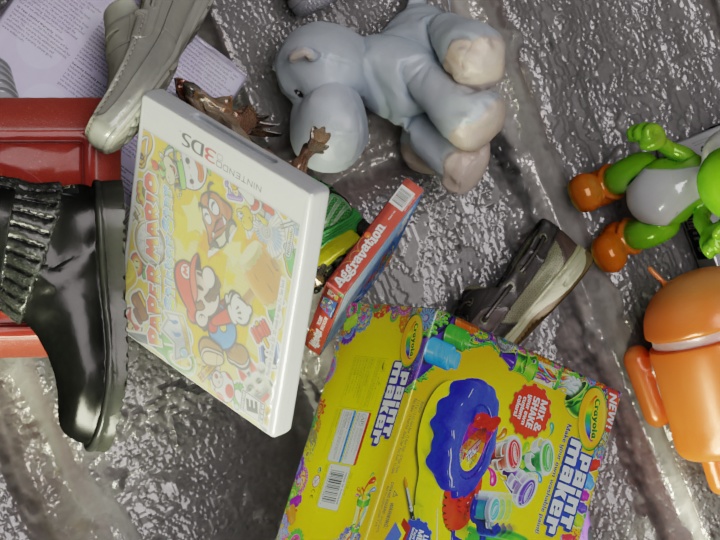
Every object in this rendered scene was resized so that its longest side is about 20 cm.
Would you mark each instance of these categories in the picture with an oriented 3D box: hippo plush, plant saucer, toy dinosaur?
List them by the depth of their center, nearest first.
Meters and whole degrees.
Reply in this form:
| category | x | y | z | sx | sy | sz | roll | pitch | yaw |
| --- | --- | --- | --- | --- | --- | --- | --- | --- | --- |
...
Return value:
| category | x | y | z | sx | sy | sz | roll | pitch | yaw |
| --- | --- | --- | --- | --- | --- | --- | --- | --- | --- |
| plant saucer | -0.278 | -0.029 | 1.544 | 0.198 | 0.037 | 0.202 | -1 | 99 | -12 |
| toy dinosaur | -0.083 | -0.049 | 1.566 | 0.085 | 0.135 | 0.202 | -8 | 101 | -22 |
| hippo plush | 0.017 | -0.157 | 1.631 | 0.159 | 0.159 | 0.202 | -5 | 88 | -20 |

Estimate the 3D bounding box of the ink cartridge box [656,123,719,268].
| category | x | y | z | sx | sy | sz | roll | pitch | yaw |
| --- | --- | --- | --- | --- | --- | --- | --- | --- | --- |
| ink cartridge box | 0.341 | -0.031 | 1.800 | 0.099 | 0.039 | 0.202 | -20 | 91 | -20 |

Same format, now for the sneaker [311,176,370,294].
| category | x | y | z | sx | sy | sz | roll | pitch | yaw |
| --- | --- | --- | --- | --- | --- | --- | --- | --- | --- |
| sneaker | -0.086 | 0.004 | 1.635 | 0.200 | 0.078 | 0.085 | -38 | 81 | -19 |

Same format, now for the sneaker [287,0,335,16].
| category | x | y | z | sx | sy | sz | roll | pitch | yaw |
| --- | --- | --- | --- | --- | --- | --- | --- | --- | --- |
| sneaker | -0.005 | -0.308 | 1.679 | 0.200 | 0.075 | 0.114 | -41 | 102 | -15 |

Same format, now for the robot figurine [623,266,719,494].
| category | x | y | z | sx | sy | sz | roll | pitch | yaw |
| --- | --- | --- | --- | --- | --- | --- | --- | --- | --- |
| robot figurine | 0.308 | 0.084 | 1.726 | 0.116 | 0.144 | 0.202 | -19 | 96 | -23 |

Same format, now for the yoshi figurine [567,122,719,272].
| category | x | y | z | sx | sy | sz | roll | pitch | yaw |
| --- | --- | --- | --- | --- | --- | --- | --- | --- | --- |
| yoshi figurine | 0.267 | -0.066 | 1.685 | 0.112 | 0.199 | 0.113 | 34 | 48 | -39 |

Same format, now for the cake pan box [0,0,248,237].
| category | x | y | z | sx | sy | sz | roll | pitch | yaw |
| --- | --- | --- | --- | --- | --- | --- | --- | --- | --- |
| cake pan box | -0.211 | -0.133 | 1.606 | 0.199 | 0.052 | 0.185 | 35 | 77 | -13 |

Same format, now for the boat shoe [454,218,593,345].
| category | x | y | z | sx | sy | sz | roll | pitch | yaw |
| --- | --- | --- | --- | --- | --- | --- | --- | --- | --- |
| boat shoe | 0.108 | 0.039 | 1.700 | 0.065 | 0.073 | 0.200 | 45 | 69 | 1 |

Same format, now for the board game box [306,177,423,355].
| category | x | y | z | sx | sy | sz | roll | pitch | yaw |
| --- | --- | --- | --- | --- | --- | --- | --- | --- | --- |
| board game box | 0.000 | 0.000 | 1.592 | 0.019 | 0.200 | 0.103 | 37 | 74 | 4 |

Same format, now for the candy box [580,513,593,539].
| category | x | y | z | sx | sy | sz | roll | pitch | yaw |
| --- | --- | --- | --- | --- | --- | --- | --- | --- | --- |
| candy box | 0.085 | 0.210 | 1.671 | 0.198 | 0.071 | 0.170 | -10 | 89 | -21 |

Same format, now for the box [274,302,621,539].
| category | x | y | z | sx | sy | sz | roll | pitch | yaw |
| --- | --- | --- | --- | --- | --- | --- | --- | --- | --- |
| box | 0.067 | 0.152 | 1.544 | 0.192 | 0.122 | 0.202 | 23 | 79 | -32 |

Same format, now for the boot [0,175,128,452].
| category | x | y | z | sx | sy | sz | roll | pitch | yaw |
| --- | --- | --- | --- | --- | --- | --- | --- | --- | --- |
| boot | -0.253 | 0.029 | 1.499 | 0.156 | 0.079 | 0.214 | -1 | 94 | -14 |

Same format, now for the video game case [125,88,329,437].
| category | x | y | z | sx | sy | sz | roll | pitch | yaw |
| --- | --- | --- | --- | --- | --- | --- | --- | --- | --- |
| video game case | -0.105 | -0.006 | 1.488 | 0.023 | 0.181 | 0.202 | -20 | 130 | -43 |

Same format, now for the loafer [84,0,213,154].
| category | x | y | z | sx | sy | sz | roll | pitch | yaw |
| --- | --- | --- | --- | --- | --- | --- | --- | --- | --- |
| loafer | -0.168 | -0.173 | 1.553 | 0.069 | 0.070 | 0.201 | 28 | 53 | -6 |
